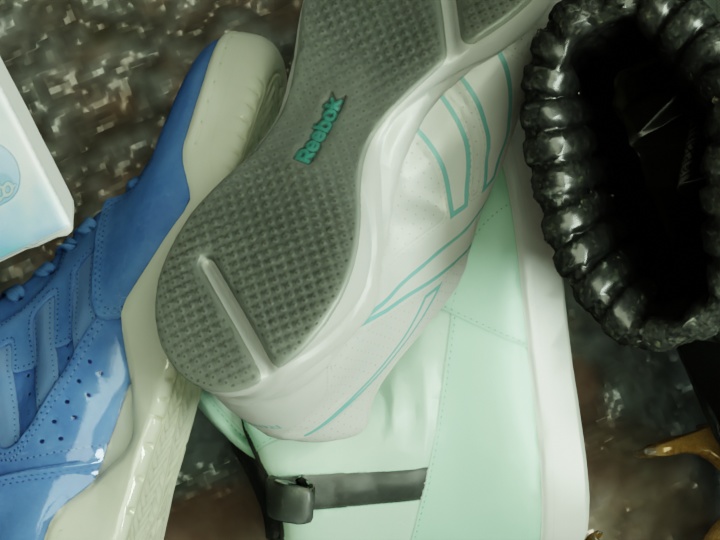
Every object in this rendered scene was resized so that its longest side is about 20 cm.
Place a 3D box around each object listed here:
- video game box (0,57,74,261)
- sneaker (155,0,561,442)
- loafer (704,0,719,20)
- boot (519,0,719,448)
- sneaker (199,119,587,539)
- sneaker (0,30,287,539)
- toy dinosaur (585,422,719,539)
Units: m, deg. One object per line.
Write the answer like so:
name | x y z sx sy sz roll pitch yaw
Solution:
video game box | -0.204 -0.063 0.765 0.182 0.047 0.200 -25 103 3
sneaker | 0.011 -0.039 0.815 0.070 0.080 0.200 24 75 30
loafer | 0.121 -0.118 0.928 0.072 0.063 0.200 -5 89 -14
boot | 0.119 0.012 0.816 0.079 0.158 0.211 -33 87 10
sneaker | 0.000 0.000 0.881 0.118 0.074 0.200 -9 88 -11
sneaker | -0.098 0.012 0.842 0.111 0.077 0.200 17 88 12
toy dinosaur | 0.143 0.098 0.921 0.200 0.060 0.106 -18 88 14
